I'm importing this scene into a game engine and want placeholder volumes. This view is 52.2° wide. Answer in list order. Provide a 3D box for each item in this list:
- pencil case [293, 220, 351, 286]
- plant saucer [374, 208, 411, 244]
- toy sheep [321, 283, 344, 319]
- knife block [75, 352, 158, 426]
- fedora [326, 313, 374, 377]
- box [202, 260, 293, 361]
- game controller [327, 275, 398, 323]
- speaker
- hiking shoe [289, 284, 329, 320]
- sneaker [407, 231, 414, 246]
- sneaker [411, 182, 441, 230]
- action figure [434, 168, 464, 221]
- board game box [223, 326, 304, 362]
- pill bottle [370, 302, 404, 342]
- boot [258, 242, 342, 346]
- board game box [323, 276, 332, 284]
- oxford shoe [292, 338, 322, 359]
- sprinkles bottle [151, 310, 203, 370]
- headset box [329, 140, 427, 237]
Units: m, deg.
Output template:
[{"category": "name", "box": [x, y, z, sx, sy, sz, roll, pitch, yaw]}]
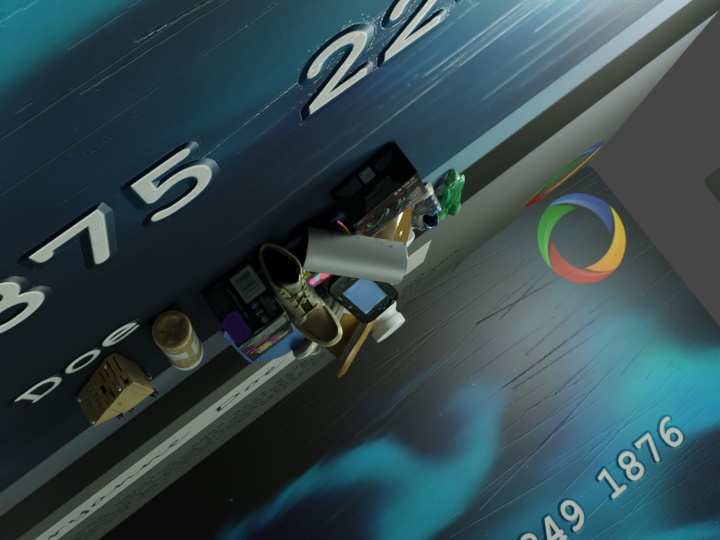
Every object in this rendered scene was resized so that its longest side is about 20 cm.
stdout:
[{"category": "pencil case", "box": [-0.095, -0.010, 1.450, 0.199, 0.089, 0.088, -39, 170, 11]}, {"category": "plant saucer", "box": [0.072, -0.071, 1.577, 0.200, 0.035, 0.205, 17, 89, -75]}, {"category": "toy sheep", "box": [-0.102, 0.079, 1.710, 0.137, 0.139, 0.200, -36, 169, -7]}, {"category": "knife block", "box": [-0.415, 0.203, 1.334, 0.200, 0.064, 0.175, -45, 168, 34]}, {"category": "fedora", "box": [-0.031, 0.160, 1.779, 0.203, 0.081, 0.201, -59, 178, -4]}, {"category": "box", "box": [-0.202, 0.080, 1.357, 0.105, 0.123, 0.200, -36, 170, -9]}, {"category": "game controller", "box": [0.006, 0.044, 1.528, 0.105, 0.042, 0.200, -47, 142, -1]}, {"category": "speaker", "box": [-0.016, -0.028, 1.365, 0.195, 0.083, 0.081, 8, 152, -17]}, {"category": "hiking shoe", "box": [-0.162, 0.079, 1.548, 0.196, 0.077, 0.101, -9, 147, -26]}, {"category": "sneaker", "box": [0.054, -0.029, 1.901, 0.199, 0.074, 0.119, -33, 163, -40]}, {"category": "sneaker", "box": [0.142, -0.127, 1.757, 0.076, 0.086, 0.200, -34, 170, -17]}, {"category": "action figure", "box": [0.217, -0.191, 1.827, 0.117, 0.055, 0.201, -33, 162, -18]}, {"category": "board game box", "box": [-0.215, 0.126, 1.642, 0.156, 0.039, 0.201, -29, 138, 5]}, {"category": "pill bottle", "box": [0.023, 0.078, 1.917, 0.115, 0.202, 0.116, -35, 171, -7]}, {"category": "boot", "box": [-0.109, 0.046, 1.314, 0.072, 0.201, 0.155, -40, 170, -12]}, {"category": "board game box", "box": [0.000, 0.000, 1.679, 0.107, 0.101, 0.200, -67, 166, 5]}, {"category": "oxford shoe", "box": [-0.116, 0.177, 1.766, 0.074, 0.059, 0.200, -22, -171, 9]}, {"category": "sprinkles bottle", "box": [-0.322, 0.127, 1.306, 0.068, 0.069, 0.200, -34, 169, -15]}, {"category": "headset box", "box": [0.039, -0.141, 1.356, 0.148, 0.078, 0.200, -38, 169, 4]}]
